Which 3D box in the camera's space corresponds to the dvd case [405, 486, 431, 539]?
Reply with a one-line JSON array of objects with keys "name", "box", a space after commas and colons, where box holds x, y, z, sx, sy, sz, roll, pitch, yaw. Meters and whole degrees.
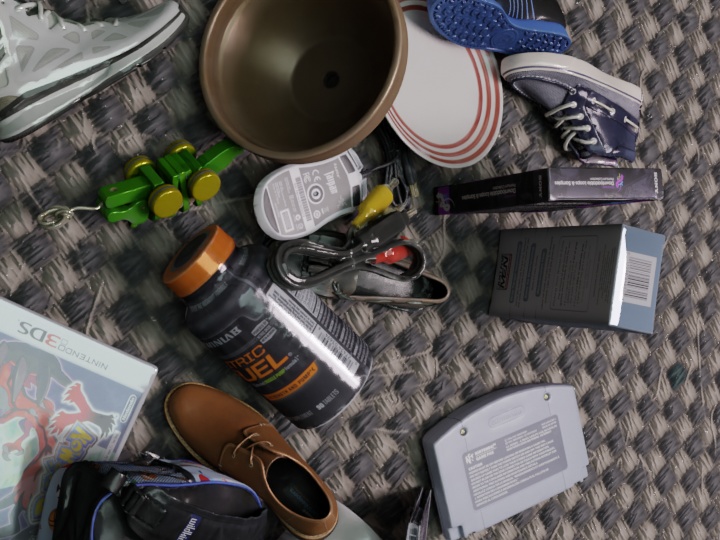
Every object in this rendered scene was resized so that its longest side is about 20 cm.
[{"name": "dvd case", "box": [0.049, 0.301, 0.960, 0.016, 0.200, 0.150, 6, 88, 8]}]

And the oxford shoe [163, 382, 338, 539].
[{"name": "oxford shoe", "box": [-0.097, 0.164, 0.898, 0.200, 0.071, 0.071, 36, 68, 10]}]

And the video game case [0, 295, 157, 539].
[{"name": "video game case", "box": [-0.297, 0.140, 0.853, 0.182, 0.023, 0.201, 29, 78, -26]}]

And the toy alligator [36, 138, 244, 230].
[{"name": "toy alligator", "box": [-0.194, -0.065, 0.891, 0.199, 0.059, 0.054, -27, 144, -25]}]

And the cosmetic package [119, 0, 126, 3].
[{"name": "cosmetic package", "box": [-0.173, -0.344, 0.896, 0.083, 0.051, 0.200, 45, 71, -20]}]

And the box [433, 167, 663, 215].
[{"name": "box", "box": [0.186, -0.080, 1.009, 0.142, 0.200, 0.036, -3, 92, -28]}]

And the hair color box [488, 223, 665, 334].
[{"name": "hair color box", "box": [0.220, 0.008, 1.028, 0.060, 0.200, 0.100, 11, 85, -27]}]

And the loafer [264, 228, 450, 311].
[{"name": "loafer", "box": [0.000, 0.000, 0.987, 0.199, 0.063, 0.072, 11, 86, -28]}]

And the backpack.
[{"name": "backpack", "box": [-0.178, 0.247, 0.839, 0.190, 0.154, 0.201, 11, 96, -43]}]

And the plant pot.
[{"name": "plant pot", "box": [-0.043, -0.190, 0.921, 0.093, 0.200, 0.202, 25, 76, -67]}]

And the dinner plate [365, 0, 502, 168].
[{"name": "dinner plate", "box": [0.076, -0.203, 1.028, 0.199, 0.024, 0.201, 9, 75, -39]}]

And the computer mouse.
[{"name": "computer mouse", "box": [-0.030, -0.089, 0.984, 0.199, 0.044, 0.110, -22, 106, -32]}]

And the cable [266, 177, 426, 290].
[{"name": "cable", "box": [-0.008, -0.013, 0.937, 0.200, 0.050, 0.098, -30, 103, -37]}]

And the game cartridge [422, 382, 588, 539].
[{"name": "game cartridge", "box": [0.163, 0.202, 1.096, 0.199, 0.041, 0.134, -16, 94, -27]}]

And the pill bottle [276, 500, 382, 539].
[{"name": "pill bottle", "box": [-0.064, 0.323, 0.930, 0.200, 0.114, 0.115, -45, 110, -20]}]

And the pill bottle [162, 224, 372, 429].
[{"name": "pill bottle", "box": [-0.089, 0.048, 0.917, 0.200, 0.106, 0.106, 45, 71, -21]}]

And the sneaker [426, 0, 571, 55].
[{"name": "sneaker", "box": [0.143, -0.283, 1.052, 0.199, 0.070, 0.078, 7, 61, -40]}]

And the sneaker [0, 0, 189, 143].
[{"name": "sneaker", "box": [-0.250, -0.207, 0.842, 0.200, 0.076, 0.116, -37, 109, -20]}]

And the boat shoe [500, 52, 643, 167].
[{"name": "boat shoe", "box": [0.240, -0.177, 1.106, 0.199, 0.075, 0.093, 10, 79, -29]}]
